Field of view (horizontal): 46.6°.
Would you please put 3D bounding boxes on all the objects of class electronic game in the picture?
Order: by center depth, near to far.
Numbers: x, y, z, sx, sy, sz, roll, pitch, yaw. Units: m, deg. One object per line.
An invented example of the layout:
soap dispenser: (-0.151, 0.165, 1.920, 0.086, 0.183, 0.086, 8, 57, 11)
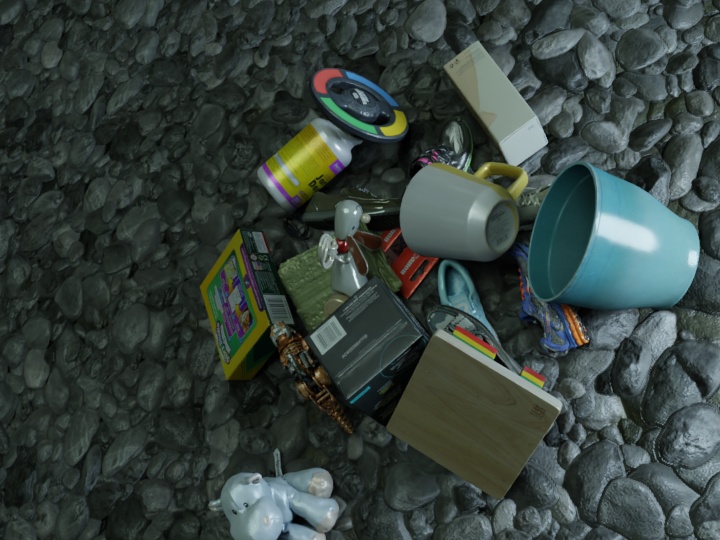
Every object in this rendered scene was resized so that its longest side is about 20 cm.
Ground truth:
electronic game: (-0.002, -0.297, 1.498, 0.201, 0.197, 0.042, 59, 133, 30)

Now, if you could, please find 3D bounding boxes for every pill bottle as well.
pill bottle: (-0.087, -0.207, 1.539, 0.199, 0.104, 0.105, -40, 58, 6)

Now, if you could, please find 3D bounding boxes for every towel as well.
towel: (-0.038, 0.017, 1.417, 0.198, 0.036, 0.150, -29, 92, 24)

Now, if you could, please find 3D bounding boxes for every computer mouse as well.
computer mouse: (-0.087, -0.034, 1.516, 0.059, 0.034, 0.201, -47, 51, 20)

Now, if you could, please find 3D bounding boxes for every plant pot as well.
plant pot: (0.366, -0.032, 1.189, 0.185, 0.200, 0.204, 14, 71, -11)

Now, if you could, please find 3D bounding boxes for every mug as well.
mug: (0.170, -0.099, 1.298, 0.152, 0.148, 0.190, 18, 86, 48)

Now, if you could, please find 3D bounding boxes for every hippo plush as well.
hippo plush: (-0.134, 0.355, 1.296, 0.158, 0.161, 0.202, -33, 59, 9)

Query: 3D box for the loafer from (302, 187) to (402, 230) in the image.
loafer: (-0.009, -0.112, 1.422, 0.196, 0.075, 0.071, 1, 73, 25)

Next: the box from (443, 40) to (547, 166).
box: (0.230, -0.284, 1.430, 0.077, 0.095, 0.202, -34, 58, 9)

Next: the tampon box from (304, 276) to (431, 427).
tampon box: (0.037, 0.132, 1.285, 0.149, 0.200, 0.127, -40, 58, 3)

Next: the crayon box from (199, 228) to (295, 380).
crayon box: (-0.202, 0.061, 1.466, 0.173, 0.058, 0.202, -49, 51, 39)

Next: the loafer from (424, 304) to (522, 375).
loafer: (0.179, 0.124, 1.253, 0.199, 0.063, 0.072, 41, 95, 7)

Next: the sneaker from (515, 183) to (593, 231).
sneaker: (0.288, -0.110, 1.331, 0.197, 0.092, 0.077, 4, 71, 27)

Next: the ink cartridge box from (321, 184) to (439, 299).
ink cartridge box: (0.037, -0.052, 1.448, 0.199, 0.050, 0.109, 38, 87, 33)

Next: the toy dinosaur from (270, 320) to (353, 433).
toy dinosaur: (-0.080, 0.174, 1.349, 0.100, 0.136, 0.204, -15, 88, 7)

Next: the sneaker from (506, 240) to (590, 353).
sneaker: (0.272, 0.040, 1.290, 0.078, 0.075, 0.202, -33, 58, 13)

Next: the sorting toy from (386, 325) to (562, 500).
sorting toy: (0.165, 0.197, 1.207, 0.198, 0.070, 0.201, 30, 125, 10)

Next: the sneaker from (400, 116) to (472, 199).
sneaker: (0.131, -0.177, 1.437, 0.076, 0.084, 0.203, 21, 80, 29)

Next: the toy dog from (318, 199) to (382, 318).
toy dog: (0.000, 0.000, 1.315, 0.094, 0.202, 0.133, 9, 44, 13)

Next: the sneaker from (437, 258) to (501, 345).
sneaker: (0.162, 0.073, 1.320, 0.073, 0.082, 0.203, -28, 62, 13)
